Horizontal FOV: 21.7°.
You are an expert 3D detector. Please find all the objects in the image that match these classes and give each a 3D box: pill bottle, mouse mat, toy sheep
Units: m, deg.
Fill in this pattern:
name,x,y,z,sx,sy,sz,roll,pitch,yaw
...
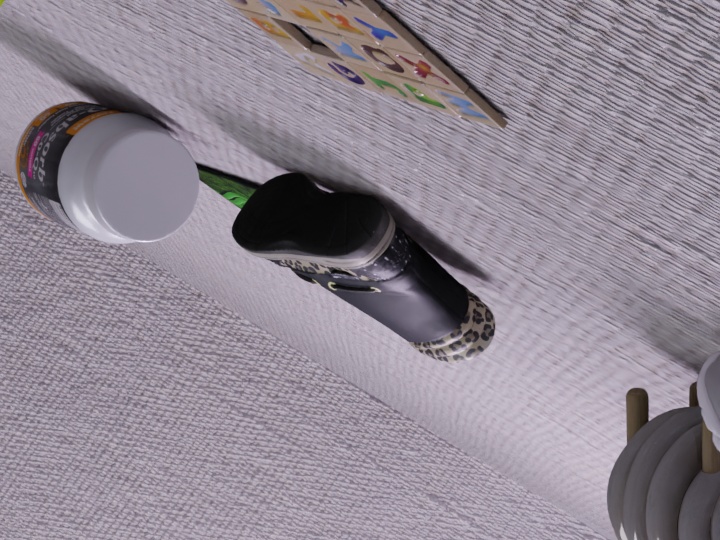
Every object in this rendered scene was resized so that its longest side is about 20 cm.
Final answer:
name,x,y,z,sx,sy,sz,roll,pitch,yaw
pill bottle,-0.221,-0.085,1.642,0.116,0.116,0.200,35,172,-27
mouse mat,-0.075,-0.047,1.724,0.161,0.008,0.200,36,173,-31
toy sheep,0.229,0.147,1.217,0.138,0.138,0.200,34,175,-20

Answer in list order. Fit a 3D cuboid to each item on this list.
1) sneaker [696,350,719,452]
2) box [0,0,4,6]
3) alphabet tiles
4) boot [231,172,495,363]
name,x,y,z,sx,sy,sz,roll,pitch,yaw
sneaker,0.284,0.110,1.083,0.200,0.082,0.075,42,-143,5
box,-0.339,-0.207,1.257,0.200,0.122,0.048,30,175,16
alphabet tiles,-0.039,-0.137,0.919,0.200,0.008,0.167,37,172,-39
boot,0.000,0.001,1.426,0.154,0.074,0.204,41,166,-30
